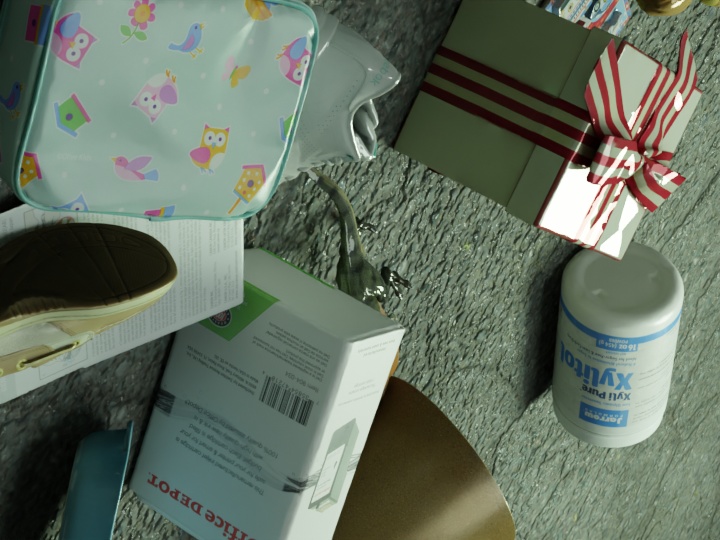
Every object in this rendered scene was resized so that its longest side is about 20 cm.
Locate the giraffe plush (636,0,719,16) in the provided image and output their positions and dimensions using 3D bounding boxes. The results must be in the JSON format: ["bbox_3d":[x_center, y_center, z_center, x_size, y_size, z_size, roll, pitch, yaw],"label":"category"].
[{"bbox_3d":[0.230,-0.312,1.474,0.173,0.201,0.162,-47,156,28],"label":"giraffe plush"}]

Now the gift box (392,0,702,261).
[{"bbox_3d":[0.166,-0.133,1.491,0.184,0.186,0.201,8,109,-55],"label":"gift box"}]

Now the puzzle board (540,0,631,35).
[{"bbox_3d":[0.187,-0.201,1.665,0.201,0.017,0.151,-56,153,-13],"label":"puzzle board"}]

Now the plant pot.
[{"bbox_3d":[0.004,0.228,1.594,0.200,0.186,0.187,-38,147,-17],"label":"plant pot"}]

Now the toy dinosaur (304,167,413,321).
[{"bbox_3d":[0.000,0.000,1.444,0.088,0.047,0.202,-43,122,-64],"label":"toy dinosaur"}]

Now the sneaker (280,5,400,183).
[{"bbox_3d":[-0.032,-0.093,1.238,0.076,0.088,0.200,-66,-174,-31],"label":"sneaker"}]

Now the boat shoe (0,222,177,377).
[{"bbox_3d":[-0.208,0.025,1.119,0.199,0.074,0.067,-14,145,-33],"label":"boat shoe"}]

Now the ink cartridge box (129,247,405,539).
[{"bbox_3d":[-0.073,0.105,1.354,0.084,0.145,0.201,-12,126,-57],"label":"ink cartridge box"}]

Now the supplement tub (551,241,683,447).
[{"bbox_3d":[0.276,0.080,1.954,0.132,0.131,0.201,-41,146,-34],"label":"supplement tub"}]

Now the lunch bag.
[{"bbox_3d":[-0.124,-0.115,1.086,0.199,0.077,0.162,1,110,-40],"label":"lunch bag"}]

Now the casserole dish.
[{"bbox_3d":[-0.197,0.201,1.280,0.121,0.038,0.202,-115,-142,-78],"label":"casserole dish"}]

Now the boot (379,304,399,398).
[{"bbox_3d":[-0.028,0.069,1.497,0.155,0.073,0.201,-52,152,-34],"label":"boot"}]

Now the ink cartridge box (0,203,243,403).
[{"bbox_3d":[-0.170,-0.016,1.206,0.199,0.057,0.163,-20,136,-25],"label":"ink cartridge box"}]
